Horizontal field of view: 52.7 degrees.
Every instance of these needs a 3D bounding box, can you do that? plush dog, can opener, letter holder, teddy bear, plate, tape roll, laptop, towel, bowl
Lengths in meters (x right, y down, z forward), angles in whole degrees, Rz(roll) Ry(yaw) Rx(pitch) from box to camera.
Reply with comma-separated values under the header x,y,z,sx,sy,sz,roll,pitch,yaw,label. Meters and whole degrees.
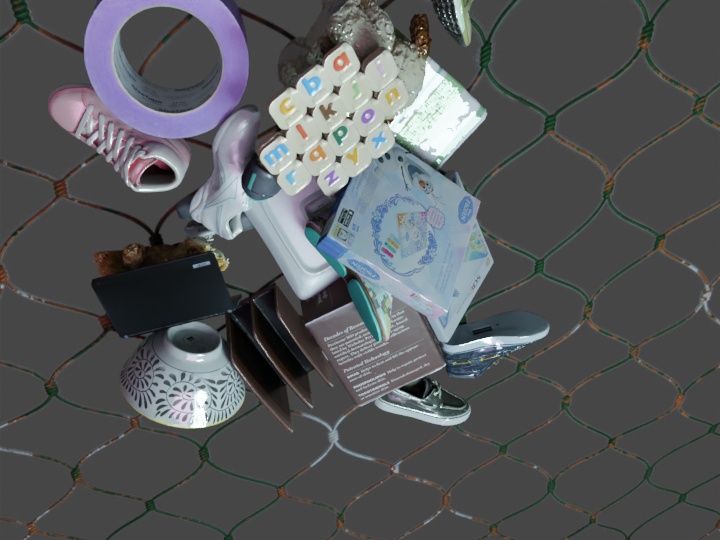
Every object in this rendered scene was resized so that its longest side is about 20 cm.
x,y,z,sx,sy,sz,roll,pitch,yaw,label
0.010,-0.268,0.934,0.170,0.161,0.201,21,117,-31,plush dog
-0.172,-0.091,1.079,0.197,0.053,0.067,-13,126,-3,can opener
-0.129,0.151,1.203,0.100,0.143,0.201,-27,126,7,letter holder
-0.294,-0.003,1.076,0.197,0.145,0.068,-6,81,-7,teddy bear
-0.054,-0.086,1.057,0.198,0.032,0.201,-33,104,-4,plate
-0.240,-0.276,0.915,0.197,0.085,0.202,-5,125,-8,tape roll
-0.280,0.030,1.090,0.174,0.200,0.105,-13,98,-2,laptop
0.070,-0.235,1.051,0.199,0.031,0.149,34,110,-27,towel
-0.268,0.141,1.133,0.198,0.202,0.095,9,120,-18,bowl

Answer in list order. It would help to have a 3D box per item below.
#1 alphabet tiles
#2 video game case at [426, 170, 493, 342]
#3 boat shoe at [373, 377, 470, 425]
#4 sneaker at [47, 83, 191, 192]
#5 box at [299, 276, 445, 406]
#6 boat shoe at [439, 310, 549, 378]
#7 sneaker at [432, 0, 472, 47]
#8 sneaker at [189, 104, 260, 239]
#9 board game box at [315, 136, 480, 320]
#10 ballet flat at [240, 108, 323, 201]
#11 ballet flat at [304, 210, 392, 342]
x,y,z,sx,sy,sz,roll,pitch,yaw,label
-0.031,-0.179,0.888,0.199,0.015,0.196,-39,148,0,alphabet tiles
0.137,-0.021,1.141,0.022,0.183,0.201,7,140,40,video game case
0.124,0.239,1.365,0.197,0.071,0.064,11,123,-18,boat shoe
-0.318,-0.171,0.960,0.198,0.105,0.076,26,118,-26,sneaker
0.015,0.070,1.162,0.162,0.167,0.201,-25,125,6,box
0.244,0.137,1.325,0.197,0.071,0.092,-10,128,3,boat shoe
0.139,-0.388,0.932,0.087,0.077,0.202,-20,129,-9,sneaker
-0.166,-0.130,0.988,0.080,0.070,0.202,38,126,15,sneaker
0.059,-0.067,1.014,0.198,0.202,0.043,31,147,-15,board game box
-0.088,-0.172,0.961,0.072,0.201,0.074,22,143,18,ballet flat
0.000,0.000,1.014,0.071,0.201,0.069,-32,174,-21,ballet flat
